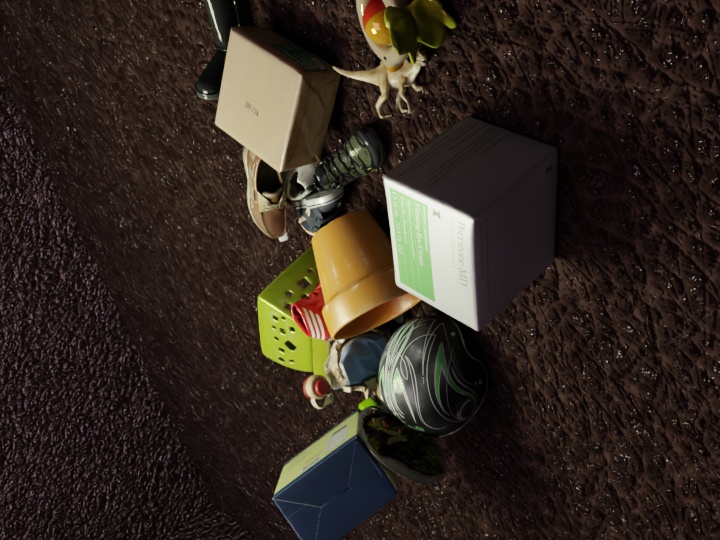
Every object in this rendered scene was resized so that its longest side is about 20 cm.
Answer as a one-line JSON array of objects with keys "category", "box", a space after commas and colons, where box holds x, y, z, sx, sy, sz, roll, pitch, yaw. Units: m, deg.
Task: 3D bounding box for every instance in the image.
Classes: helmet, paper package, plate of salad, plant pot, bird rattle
[{"category": "helmet", "box": [0.125, 0.191, 1.544, 0.191, 0.202, 0.198, 48, 156, -27]}, {"category": "paper package", "box": [-0.151, -0.303, 1.453, 0.199, 0.102, 0.194, 37, 127, 30]}, {"category": "plate of salad", "box": [0.084, 0.318, 1.555, 0.199, 0.198, 0.049, 42, 115, 22]}, {"category": "plant pot", "box": [0.000, 0.000, 1.535, 0.187, 0.196, 0.200, 65, 154, 13]}, {"category": "plant pot", "box": [-0.090, 0.104, 1.766, 0.179, 0.199, 0.203, 30, 144, 24]}, {"category": "bird rattle", "box": [0.030, -0.369, 1.160, 0.201, 0.112, 0.164, 51, 157, 10]}]

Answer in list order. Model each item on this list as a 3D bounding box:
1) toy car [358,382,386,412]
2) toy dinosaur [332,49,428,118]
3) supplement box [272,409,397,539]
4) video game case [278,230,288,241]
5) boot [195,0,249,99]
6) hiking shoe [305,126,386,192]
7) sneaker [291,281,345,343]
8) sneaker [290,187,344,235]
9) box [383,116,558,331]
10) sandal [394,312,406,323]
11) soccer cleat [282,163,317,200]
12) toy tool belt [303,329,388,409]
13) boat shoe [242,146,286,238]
[{"category": "toy car", "box": [0.080, 0.291, 1.753, 0.159, 0.163, 0.200, 53, 164, 0]}, {"category": "toy dinosaur", "box": [0.048, -0.293, 1.284, 0.197, 0.058, 0.104, 3, 109, 47]}, {"category": "supplement box", "box": [-0.045, 0.400, 1.588, 0.136, 0.198, 0.200, 54, -176, -3]}, {"category": "video game case", "box": [-0.193, -0.188, 1.690, 0.183, 0.022, 0.204, -110, 3, -59]}, {"category": "boot", "box": [-0.255, -0.433, 1.476, 0.064, 0.166, 0.203, 17, 138, 19]}, {"category": "hiking shoe", "box": [-0.027, -0.181, 1.451, 0.076, 0.100, 0.199, 53, 152, -1]}, {"category": "sneaker", "box": [-0.079, 0.040, 1.639, 0.079, 0.112, 0.205, 119, 153, -55]}, {"category": "sneaker", "box": [-0.072, -0.118, 1.616, 0.081, 0.077, 0.199, 65, 161, -10]}, {"category": "box", "box": [0.160, -0.071, 1.177, 0.169, 0.199, 0.203, 27, 141, 36]}, {"category": "sandal", "box": [0.022, 0.026, 1.657, 0.202, 0.045, 0.075, 55, 152, 0]}, {"category": "soccer cleat", "box": [-0.136, -0.172, 1.629, 0.069, 0.088, 0.199, 36, 155, -15]}, {"category": "toy tool belt", "box": [-0.009, 0.193, 1.635, 0.122, 0.198, 0.128, -9, 106, 52]}, {"category": "boat shoe", "box": [-0.176, -0.145, 1.563, 0.072, 0.074, 0.204, 45, 153, 53]}]
